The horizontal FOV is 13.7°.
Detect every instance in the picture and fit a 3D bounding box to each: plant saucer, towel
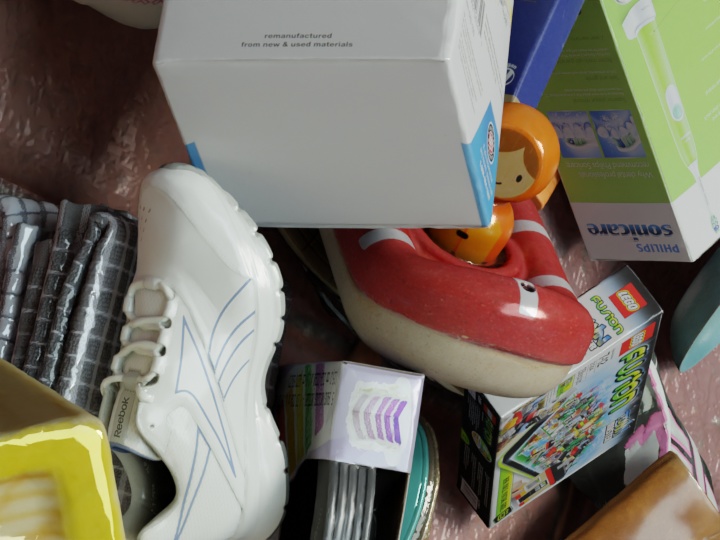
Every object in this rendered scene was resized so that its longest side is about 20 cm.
[{"bbox_3d":[0.255,-0.020,1.863,0.027,0.200,0.200,42,53,11],"label":"plant saucer"},{"bbox_3d":[-0.120,0.070,1.544,0.165,0.085,0.201,17,79,-44],"label":"towel"}]

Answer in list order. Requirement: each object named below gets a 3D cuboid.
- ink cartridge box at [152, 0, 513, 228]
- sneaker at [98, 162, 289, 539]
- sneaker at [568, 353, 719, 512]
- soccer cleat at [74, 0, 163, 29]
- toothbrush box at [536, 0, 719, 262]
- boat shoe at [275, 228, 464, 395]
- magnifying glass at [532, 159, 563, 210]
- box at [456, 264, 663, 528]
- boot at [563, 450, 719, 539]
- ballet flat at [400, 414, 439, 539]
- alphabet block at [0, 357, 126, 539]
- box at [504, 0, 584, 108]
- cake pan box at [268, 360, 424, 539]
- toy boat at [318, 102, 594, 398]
[{"bbox_3d":[-0.005,-0.143,1.490,0.147,0.145,0.201,72,21,-56],"label":"ink cartridge box"},{"bbox_3d":[-0.086,0.048,1.471,0.087,0.074,0.201,-15,104,-39],"label":"sneaker"},{"bbox_3d":[0.173,0.116,1.851,0.086,0.080,0.201,-42,120,-61],"label":"sneaker"},{"bbox_3d":[-0.176,-0.168,1.498,0.200,0.070,0.087,41,70,-30],"label":"soccer cleat"},{"bbox_3d":[0.177,-0.126,1.796,0.146,0.086,0.201,-41,117,-37],"label":"toothbrush box"},{"bbox_3d":[0.000,0.000,1.672,0.200,0.065,0.073,48,60,-12],"label":"boat shoe"},{"bbox_3d":[0.147,-0.119,1.839,0.080,0.022,0.200,51,59,-32],"label":"magnifying glass"},{"bbox_3d":[0.109,0.074,1.690,0.110,0.200,0.035,-33,71,-11],"label":"box"},{"bbox_3d":[0.150,0.234,1.789,0.200,0.068,0.189,-32,102,-16],"label":"boot"},{"bbox_3d":[0.000,0.178,1.691,0.065,0.070,0.201,49,58,-65],"label":"ballet flat"},{"bbox_3d":[-0.215,0.157,1.336,0.196,0.200,0.196,-14,102,-18],"label":"alphabet block"},{"bbox_3d":[0.072,-0.168,1.692,0.200,0.121,0.032,-64,146,-25],"label":"box"},{"bbox_3d":[-0.025,0.141,1.562,0.052,0.200,0.185,9,86,-15],"label":"cake pan box"},{"bbox_3d":[0.060,-0.028,1.555,0.130,0.200,0.131,15,119,-23],"label":"toy boat"}]
